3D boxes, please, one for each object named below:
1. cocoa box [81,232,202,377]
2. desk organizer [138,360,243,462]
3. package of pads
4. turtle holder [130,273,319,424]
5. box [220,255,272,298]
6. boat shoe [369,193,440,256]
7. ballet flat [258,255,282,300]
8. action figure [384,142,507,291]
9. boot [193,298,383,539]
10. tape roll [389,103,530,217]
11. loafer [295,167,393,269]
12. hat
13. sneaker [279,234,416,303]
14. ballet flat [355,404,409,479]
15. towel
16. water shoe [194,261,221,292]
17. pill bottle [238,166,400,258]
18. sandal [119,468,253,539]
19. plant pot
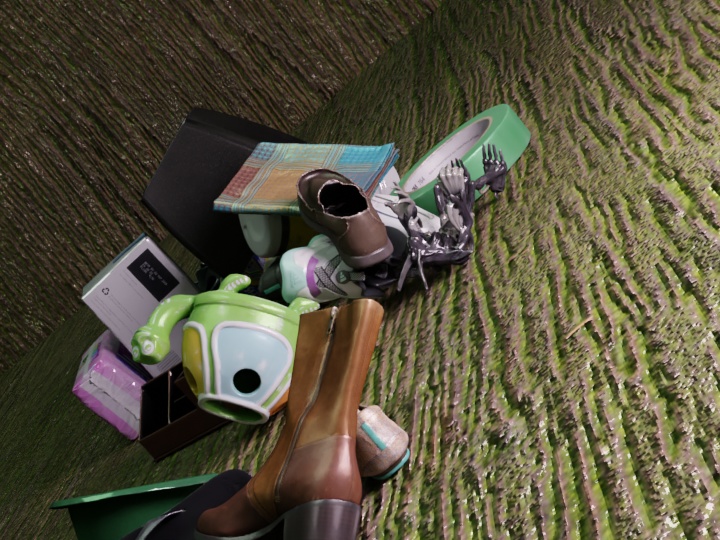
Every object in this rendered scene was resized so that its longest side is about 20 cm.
[{"bbox_3d":[-0.294,0.061,1.835,0.133,0.200,0.131,-43,12,-5],"label":"cocoa box"},{"bbox_3d":[-0.206,0.156,1.541,0.200,0.077,0.072,-31,16,39],"label":"desk organizer"},{"bbox_3d":[-0.352,0.166,1.839,0.076,0.120,0.200,-46,13,1],"label":"package of pads"},{"bbox_3d":[-0.139,0.085,1.360,0.141,0.185,0.132,-17,53,49],"label":"turtle holder"},{"bbox_3d":[-0.172,0.006,1.955,0.064,0.070,0.200,-38,13,4],"label":"box"},{"bbox_3d":[0.032,-0.057,1.511,0.065,0.074,0.200,-30,36,-24],"label":"boat shoe"},{"bbox_3d":[-0.102,0.002,1.705,0.068,0.068,0.200,-32,1,10],"label":"ballet flat"},{"bbox_3d":[0.084,-0.064,1.371,0.118,0.102,0.200,-12,27,38],"label":"action figure"},{"bbox_3d":[-0.062,0.127,1.016,0.188,0.068,0.201,-23,55,53],"label":"boot"},{"bbox_3d":[0.123,-0.129,1.591,0.200,0.048,0.201,-39,13,11],"label":"tape roll"},{"bbox_3d":[-0.019,-0.076,1.389,0.073,0.071,0.200,-24,33,-14],"label":"loafer"},{"bbox_3d":[-0.218,0.303,1.230,0.199,0.177,0.165,-5,-11,-32],"label":"hat"},{"bbox_3d":[0.000,0.000,1.444,0.139,0.078,0.200,-2,11,15],"label":"sneaker"},{"bbox_3d":[-0.017,0.133,1.088,0.068,0.067,0.200,-46,13,-19],"label":"ballet flat"},{"bbox_3d":[-0.067,-0.114,1.544,0.199,0.022,0.147,4,39,24],"label":"towel"},{"bbox_3d":[-0.284,0.064,2.035,0.200,0.079,0.072,-46,10,22],"label":"water shoe"},{"bbox_3d":[-0.052,-0.089,1.662,0.199,0.115,0.114,-13,-1,-27],"label":"pill bottle"},{"bbox_3d":[-0.173,0.249,1.119,0.200,0.076,0.043,-43,-12,-8],"label":"sandal"},{"bbox_3d":[-0.200,-0.127,1.794,0.200,0.177,0.200,-58,10,12],"label":"plant pot"}]
